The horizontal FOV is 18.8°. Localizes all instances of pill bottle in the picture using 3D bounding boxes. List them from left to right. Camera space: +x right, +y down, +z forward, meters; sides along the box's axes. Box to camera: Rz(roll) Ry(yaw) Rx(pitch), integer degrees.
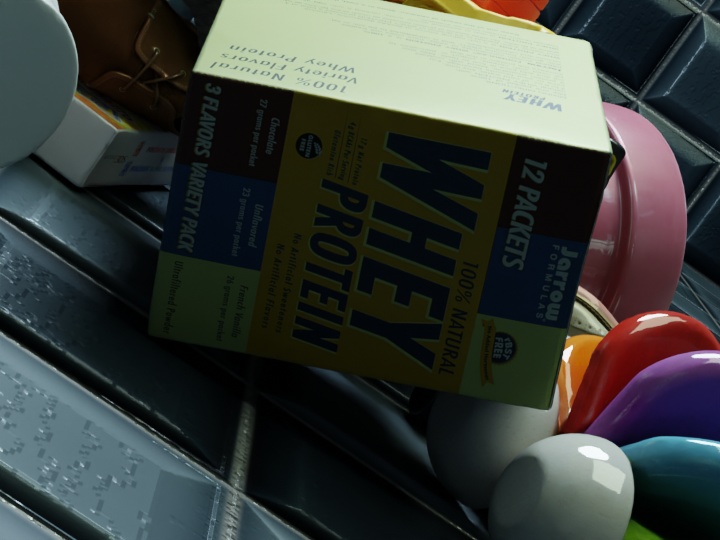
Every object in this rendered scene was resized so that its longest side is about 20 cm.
[{"bbox_3d":[-0.214,-0.131,1.061,0.114,0.114,0.200,29,11,-37],"label":"pill bottle"}]

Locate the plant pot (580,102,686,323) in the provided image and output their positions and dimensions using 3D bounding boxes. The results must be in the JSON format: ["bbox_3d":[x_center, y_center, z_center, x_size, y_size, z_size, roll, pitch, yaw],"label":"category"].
[{"bbox_3d":[0.090,-0.029,1.468,0.179,0.200,0.200,9,24,-35],"label":"plant pot"}]

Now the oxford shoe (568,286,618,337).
[{"bbox_3d":[0.129,0.064,1.350,0.200,0.071,0.074,34,50,6],"label":"oxford shoe"}]

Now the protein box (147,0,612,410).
[{"bbox_3d":[0.011,-0.046,1.092,0.198,0.135,0.200,11,21,-2],"label":"protein box"}]

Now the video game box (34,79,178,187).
[{"bbox_3d":[-0.201,-0.123,1.284,0.200,0.047,0.182,37,11,8],"label":"video game box"}]

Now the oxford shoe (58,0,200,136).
[{"bbox_3d":[-0.124,-0.122,1.215,0.200,0.071,0.071,26,20,-50],"label":"oxford shoe"}]

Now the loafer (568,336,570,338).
[{"bbox_3d":[0.141,0.105,1.263,0.200,0.076,0.067,35,23,6],"label":"loafer"}]

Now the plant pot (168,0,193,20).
[{"bbox_3d":[-0.184,-0.242,1.511,0.201,0.201,0.161,40,-8,26],"label":"plant pot"}]

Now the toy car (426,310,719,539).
[{"bbox_3d":[0.146,0.099,1.097,0.175,0.150,0.200,31,10,-28],"label":"toy car"}]

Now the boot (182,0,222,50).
[{"bbox_3d":[-0.050,-0.161,1.247,0.200,0.070,0.132,62,31,-10],"label":"boot"}]

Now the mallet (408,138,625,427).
[{"bbox_3d":[0.106,0.019,1.241,0.066,0.200,0.041,40,-13,-17],"label":"mallet"}]

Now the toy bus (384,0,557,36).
[{"bbox_3d":[0.064,-0.113,1.307,0.200,0.192,0.136,38,0,35],"label":"toy bus"}]
